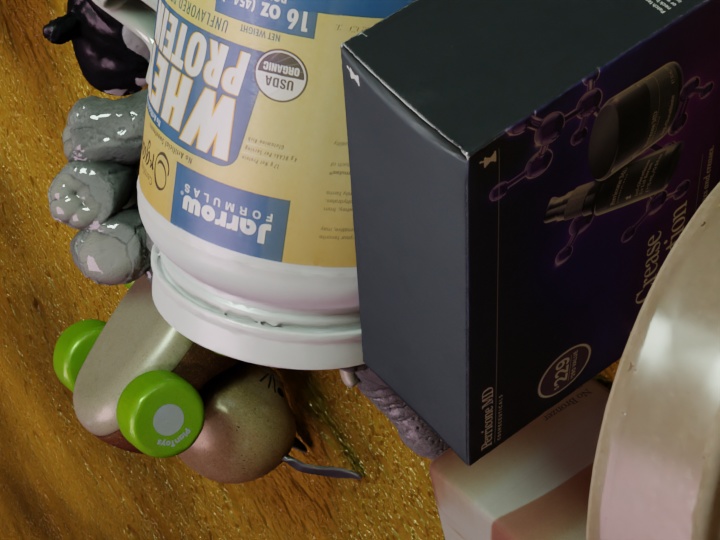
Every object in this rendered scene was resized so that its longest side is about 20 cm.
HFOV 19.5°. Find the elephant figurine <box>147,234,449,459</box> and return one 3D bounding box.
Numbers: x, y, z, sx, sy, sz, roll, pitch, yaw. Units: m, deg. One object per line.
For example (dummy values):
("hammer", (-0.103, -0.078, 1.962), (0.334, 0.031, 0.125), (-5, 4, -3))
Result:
("elephant figurine", (0.000, 0.000, 1.091), (0.200, 0.142, 0.155), (47, -159, 9))

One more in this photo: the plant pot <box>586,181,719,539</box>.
("plant pot", (0.197, 0.069, 0.673), (0.175, 0.200, 0.200), (17, 138, 34))

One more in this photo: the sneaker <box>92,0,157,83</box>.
("sneaker", (-0.123, -0.193, 1.167), (0.200, 0.080, 0.070), (60, 162, 0))

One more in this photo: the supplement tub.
("supplement tub", (-0.021, -0.073, 0.913), (0.145, 0.145, 0.200), (38, 128, 45))

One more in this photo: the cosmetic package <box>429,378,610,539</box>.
("cosmetic package", (0.134, 0.145, 1.006), (0.200, 0.103, 0.087), (37, 152, 43))

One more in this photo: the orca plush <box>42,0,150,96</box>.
("orca plush", (-0.161, -0.155, 1.317), (0.105, 0.071, 0.200), (60, 160, -2))

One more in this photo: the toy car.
("toy car", (-0.086, 0.083, 1.454), (0.200, 0.158, 0.164), (36, 176, -29))

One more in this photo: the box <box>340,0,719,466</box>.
("box", (0.072, -0.034, 0.839), (0.079, 0.141, 0.200), (47, 157, 31))

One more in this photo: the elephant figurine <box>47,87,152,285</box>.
("elephant figurine", (-0.114, -0.057, 1.286), (0.200, 0.155, 0.142), (-43, -40, -85))
